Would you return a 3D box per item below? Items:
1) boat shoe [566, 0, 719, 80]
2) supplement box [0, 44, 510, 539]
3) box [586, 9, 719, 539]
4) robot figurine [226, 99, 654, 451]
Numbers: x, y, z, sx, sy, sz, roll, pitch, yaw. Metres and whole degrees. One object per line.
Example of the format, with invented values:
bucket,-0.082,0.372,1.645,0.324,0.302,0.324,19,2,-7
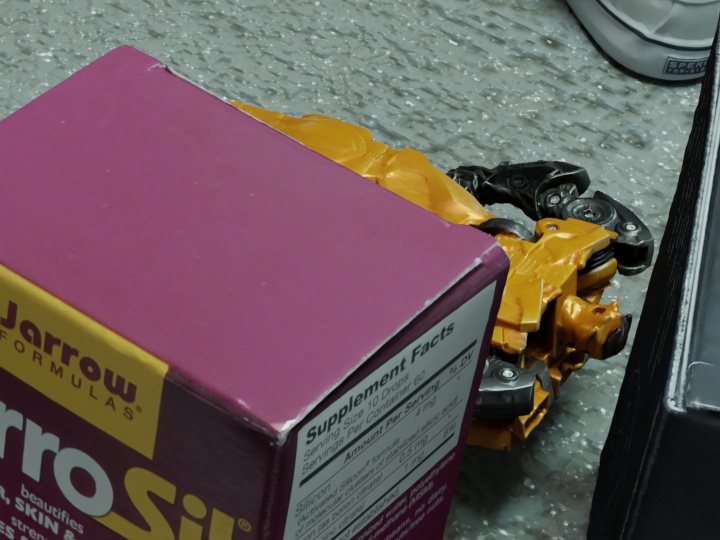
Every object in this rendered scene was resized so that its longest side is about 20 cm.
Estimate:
boat shoe,0.099,-0.164,1.133,0.074,0.065,0.200,-18,48,-30
supplement box,-0.053,0.062,0.727,0.131,0.200,0.103,29,43,22
box,0.135,0.061,0.770,0.124,0.200,0.197,14,40,5
robot figurine,0.000,0.000,0.903,0.200,0.058,0.145,19,40,24
